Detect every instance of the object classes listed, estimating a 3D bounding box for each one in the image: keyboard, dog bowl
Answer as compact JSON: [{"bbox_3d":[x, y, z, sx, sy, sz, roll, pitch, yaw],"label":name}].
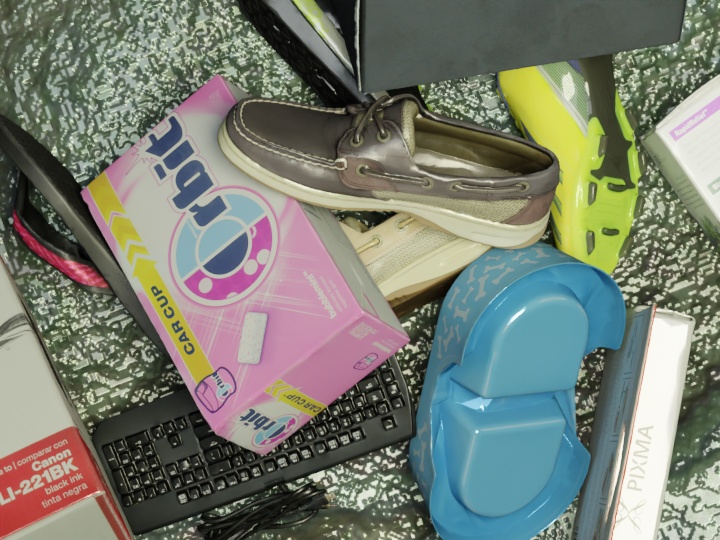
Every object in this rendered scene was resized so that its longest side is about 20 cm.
[{"bbox_3d":[-0.060,0.111,1.662,0.199,0.040,0.105,-21,99,18],"label":"keyboard"},{"bbox_3d":[0.088,0.072,1.656,0.111,0.050,0.201,-5,121,-29],"label":"dog bowl"}]

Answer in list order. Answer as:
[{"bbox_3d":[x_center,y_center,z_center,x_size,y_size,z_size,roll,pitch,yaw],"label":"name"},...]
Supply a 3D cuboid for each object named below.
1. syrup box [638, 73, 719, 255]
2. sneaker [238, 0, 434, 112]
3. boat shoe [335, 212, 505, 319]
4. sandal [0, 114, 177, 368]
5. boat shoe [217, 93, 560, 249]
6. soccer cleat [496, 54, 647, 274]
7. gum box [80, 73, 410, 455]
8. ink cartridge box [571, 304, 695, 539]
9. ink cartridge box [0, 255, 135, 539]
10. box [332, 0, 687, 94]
[{"bbox_3d":[0.260,-0.026,1.700,0.081,0.079,0.200,-34,89,-3],"label":"syrup box"},{"bbox_3d":[0.011,-0.133,1.698,0.083,0.072,0.200,-42,95,-17],"label":"sneaker"},{"bbox_3d":[0.000,0.000,1.680,0.199,0.072,0.065,-25,79,16],"label":"boat shoe"},{"bbox_3d":[-0.170,-0.009,1.685,0.045,0.075,0.200,-37,92,7],"label":"sandal"},{"bbox_3d":[0.019,-0.070,1.600,0.199,0.065,0.072,16,41,-5],"label":"boat shoe"},{"bbox_3d":[0.123,-0.091,1.711,0.083,0.065,0.201,-7,90,41],"label":"soccer cleat"},{"bbox_3d":[-0.072,-0.008,1.641,0.113,0.066,0.200,-38,61,12],"label":"gum box"},{"bbox_3d":[0.161,0.121,1.640,0.043,0.174,0.201,11,86,-3],"label":"ink cartridge box"},{"bbox_3d":[-0.204,0.092,1.604,0.083,0.144,0.201,-26,62,-5],"label":"ink cartridge box"},{"bbox_3d":[0.073,-0.227,1.632,0.199,0.124,0.197,-9,51,-8],"label":"box"}]
